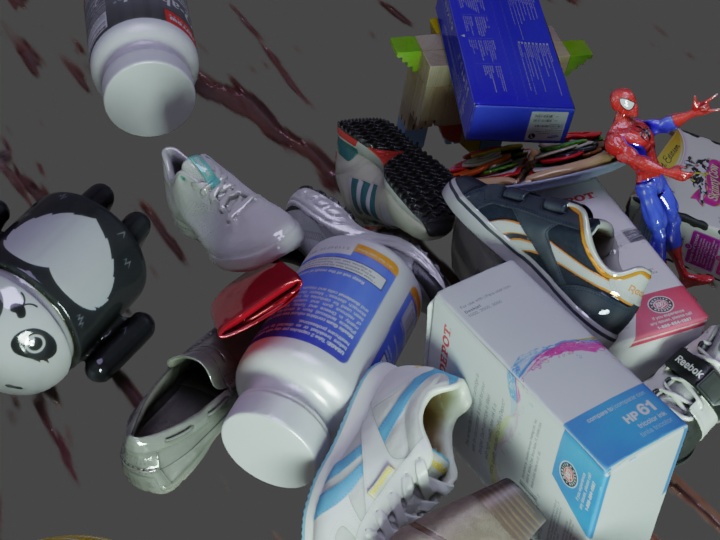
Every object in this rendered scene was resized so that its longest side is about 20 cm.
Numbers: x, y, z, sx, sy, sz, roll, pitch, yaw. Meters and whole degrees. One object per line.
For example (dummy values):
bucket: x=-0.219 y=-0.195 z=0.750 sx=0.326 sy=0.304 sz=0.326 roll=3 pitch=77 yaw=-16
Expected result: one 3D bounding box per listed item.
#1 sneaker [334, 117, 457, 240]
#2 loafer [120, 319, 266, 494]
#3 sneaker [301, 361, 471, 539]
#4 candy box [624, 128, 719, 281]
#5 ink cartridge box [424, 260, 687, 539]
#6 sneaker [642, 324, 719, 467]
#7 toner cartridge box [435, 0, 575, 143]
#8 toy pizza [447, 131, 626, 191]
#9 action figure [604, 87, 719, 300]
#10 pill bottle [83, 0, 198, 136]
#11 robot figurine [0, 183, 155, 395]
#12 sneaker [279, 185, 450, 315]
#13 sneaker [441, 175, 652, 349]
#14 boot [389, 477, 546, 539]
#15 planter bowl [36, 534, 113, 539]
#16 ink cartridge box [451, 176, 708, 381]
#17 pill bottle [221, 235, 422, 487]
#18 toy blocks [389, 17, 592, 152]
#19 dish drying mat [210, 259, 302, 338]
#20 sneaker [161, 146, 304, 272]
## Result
sneaker: x=0.030 y=-0.066 z=1.115 sx=0.070 sy=0.094 sz=0.200 roll=-8 pitch=35 yaw=-25
loafer: x=-0.126 y=0.092 z=0.966 sx=0.070 sy=0.070 sz=0.200 roll=15 pitch=45 yaw=18
sneaker: x=0.019 y=0.158 z=0.863 sx=0.080 sy=0.077 sz=0.201 roll=0 pitch=59 yaw=36
candy box: x=0.367 y=-0.049 z=1.132 sx=0.199 sy=0.061 sz=0.136 roll=23 pitch=46 yaw=21
ink cartridge box: x=0.137 y=0.111 z=0.901 sx=0.084 sy=0.145 sz=0.200 roll=-24 pitch=50 yaw=-25
sneaker: x=0.272 y=0.087 z=0.952 sx=0.199 sy=0.089 sz=0.074 roll=-26 pitch=52 yaw=-36
toner cartridge box: x=0.132 y=-0.202 z=1.114 sx=0.094 sy=0.043 sz=0.201 roll=2 pitch=47 yaw=-10
toy pizza: x=0.162 y=-0.106 z=1.134 sx=0.199 sy=0.032 sz=0.200 roll=-11 pitch=11 yaw=2
action figure: x=0.281 y=-0.074 z=1.043 sx=0.099 sy=0.201 sz=0.065 roll=-14 pitch=16 yaw=44
pill bottle: x=-0.235 y=-0.241 z=1.275 sx=0.115 sy=0.116 sz=0.201 roll=-8 pitch=45 yaw=-10
robot figurine: x=-0.261 y=0.013 z=1.004 sx=0.149 sy=0.125 sz=0.200 roll=10 pitch=43 yaw=27
sneaker: x=0.000 y=0.000 z=1.075 sx=0.199 sy=0.074 sz=0.079 roll=28 pitch=66 yaw=27
sneaker: x=0.153 y=-0.028 z=0.961 sx=0.200 sy=0.080 sz=0.078 roll=46 pitch=17 yaw=29
boot: x=0.098 y=0.248 z=0.812 sx=0.146 sy=0.070 sz=0.200 roll=-41 pitch=84 yaw=-12
planter bowl: x=-0.207 y=0.243 z=0.799 sx=0.199 sy=0.084 sz=0.201 roll=1 pitch=43 yaw=-1
ink cartridge box: x=0.185 y=0.017 z=1.044 sx=0.145 sy=0.085 sz=0.200 roll=-14 pitch=48 yaw=-16
pill bottle: x=-0.033 y=0.073 z=0.960 sx=0.111 sy=0.113 sz=0.200 roll=17 pitch=46 yaw=15
toy blocks: x=0.121 y=-0.174 z=1.210 sx=0.199 sy=0.137 sz=0.100 roll=-8 pitch=49 yaw=-17
dish drying mat: x=-0.089 y=0.021 z=0.979 sx=0.077 sy=0.018 sz=0.200 roll=-34 pitch=10 yaw=-5
sneaker: x=-0.129 y=-0.063 z=1.073 sx=0.075 sy=0.089 sz=0.200 roll=-35 pitch=34 yaw=-25
